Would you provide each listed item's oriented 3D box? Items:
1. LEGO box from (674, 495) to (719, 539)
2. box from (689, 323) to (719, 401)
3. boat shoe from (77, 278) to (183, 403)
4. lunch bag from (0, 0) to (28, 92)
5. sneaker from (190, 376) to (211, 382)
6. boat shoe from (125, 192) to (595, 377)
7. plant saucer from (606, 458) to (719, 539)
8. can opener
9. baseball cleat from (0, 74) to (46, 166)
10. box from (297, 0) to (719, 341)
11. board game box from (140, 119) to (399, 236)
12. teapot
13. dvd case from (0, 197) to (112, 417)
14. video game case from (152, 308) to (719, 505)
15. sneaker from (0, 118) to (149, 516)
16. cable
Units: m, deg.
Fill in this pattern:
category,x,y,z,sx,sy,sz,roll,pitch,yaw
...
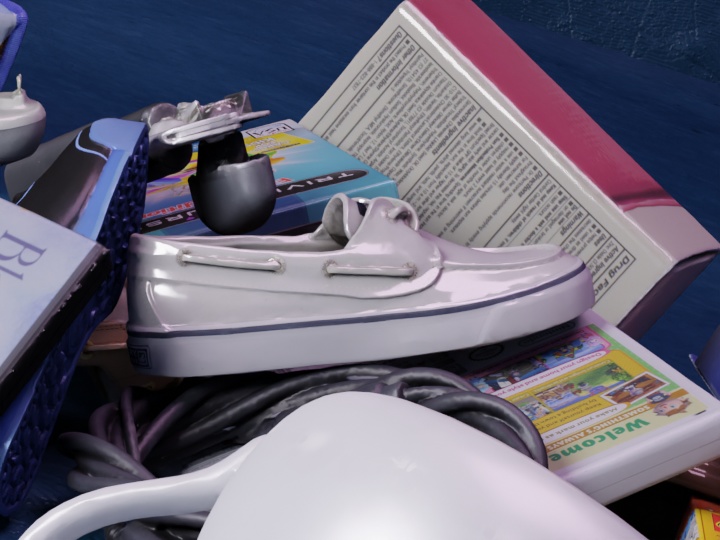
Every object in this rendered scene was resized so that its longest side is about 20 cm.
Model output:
category,x,y,z,sx,sy,sz,roll,pitch,yaw
LEGO box,0.211,0.171,1.115,0.199,0.078,0.149,19,11,0
box,0.205,0.074,1.242,0.121,0.032,0.200,33,6,-5
boat shoe,-0.106,0.024,1.242,0.199,0.070,0.074,1,7,-14
lunch bag,-0.311,-0.139,1.589,0.170,0.124,0.200,5,26,-46
sneaker,-0.015,0.020,1.409,0.199,0.087,0.078,4,19,-40
boat shoe,0.000,0.000,1.196,0.199,0.066,0.072,-6,8,-10
plant saucer,0.133,0.095,1.272,0.199,0.030,0.200,19,-13,4
can opener,-0.097,-0.037,1.291,0.053,0.067,0.200,-17,1,-29
baseball cleat,-0.225,-0.024,1.199,0.199,0.107,0.070,-5,15,2
box,0.069,-0.031,1.524,0.200,0.128,0.109,46,19,11
board game box,-0.076,-0.020,1.388,0.150,0.047,0.200,-15,14,-12
teapot,0.014,0.138,0.827,0.197,0.146,0.200,45,-17,-24
dvd case,-0.213,0.009,1.098,0.199,0.143,0.018,24,-30,21
video game case,0.024,0.067,1.188,0.199,0.022,0.182,-21,27,-18
sneaker,-0.142,0.007,1.145,0.078,0.070,0.200,13,46,8
cable,-0.025,0.073,1.113,0.163,0.051,0.200,-23,27,-24
